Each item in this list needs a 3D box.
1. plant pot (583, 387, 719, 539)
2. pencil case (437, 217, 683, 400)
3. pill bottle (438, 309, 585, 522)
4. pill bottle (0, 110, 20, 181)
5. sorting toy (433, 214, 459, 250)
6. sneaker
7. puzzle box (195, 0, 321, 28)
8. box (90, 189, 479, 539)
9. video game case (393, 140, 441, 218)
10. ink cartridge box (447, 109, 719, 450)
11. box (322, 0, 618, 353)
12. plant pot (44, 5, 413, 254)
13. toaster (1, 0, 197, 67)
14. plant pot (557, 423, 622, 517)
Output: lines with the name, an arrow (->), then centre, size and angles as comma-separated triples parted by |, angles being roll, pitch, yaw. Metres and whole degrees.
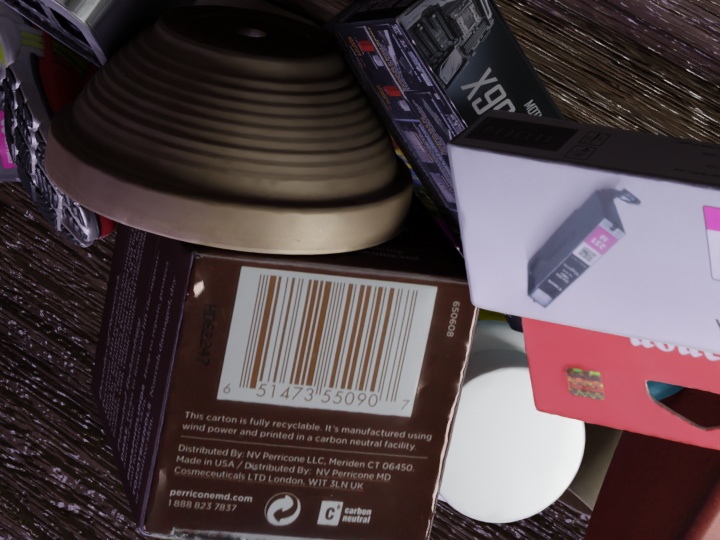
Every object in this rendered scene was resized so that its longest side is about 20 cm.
plant pot -> 0.252, 0.156, 1.816 | 0.200, 0.176, 0.200 | 42, 173, -15
pencil case -> 0.134, 0.006, 1.770 | 0.092, 0.085, 0.200 | -20, 141, 24
pill bottle -> 0.059, 0.072, 1.771 | 0.114, 0.114, 0.200 | 37, -177, -21
pill bottle -> -0.166, -0.112, 1.821 | 0.199, 0.117, 0.116 | 0, 170, 4
sorting toy -> 0.000, 0.000, 1.945 | 0.200, 0.107, 0.180 | 30, 176, -21
sneaker -> -0.165, -0.108, 1.716 | 0.077, 0.085, 0.200 | 106, 149, -58
puzzle box -> -0.010, -0.113, 1.938 | 0.200, 0.025, 0.133 | 39, 173, -37
box -> -0.046, 0.040, 1.646 | 0.166, 0.165, 0.200 | 6, -161, -15
video game case -> 0.050, -0.060, 1.860 | 0.180, 0.026, 0.200 | 19, 164, 34
ink cartridge box -> 0.144, 0.020, 1.388 | 0.200, 0.044, 0.174 | 11, 125, 33
box -> 0.068, -0.056, 1.515 | 0.200, 0.050, 0.158 | 57, 170, -10
plant pot -> -0.065, -0.085, 1.596 | 0.200, 0.093, 0.201 | 10, -161, -3
toaster -> -0.172, -0.208, 1.629 | 0.181, 0.119, 0.200 | 33, 174, 7
plant pot -> 0.121, 0.063, 2.077 | 0.200, 0.135, 0.200 | 35, 174, 4
